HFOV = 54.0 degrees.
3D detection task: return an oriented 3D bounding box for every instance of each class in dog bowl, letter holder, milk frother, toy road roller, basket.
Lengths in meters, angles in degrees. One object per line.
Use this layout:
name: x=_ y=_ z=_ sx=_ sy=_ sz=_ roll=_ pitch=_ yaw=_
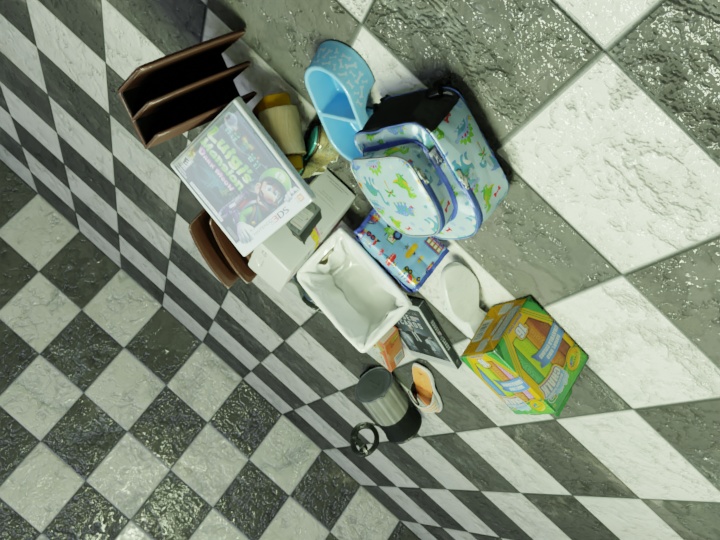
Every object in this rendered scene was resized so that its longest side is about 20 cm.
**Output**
dog bowl: x=-0.020 y=-0.246 z=1.075 sx=0.110 sy=0.050 sz=0.202 roll=22 pitch=151 yaw=37
letter holder: x=-0.265 y=-0.295 z=1.135 sx=0.141 sy=0.198 sz=0.103 roll=-9 pitch=110 yaw=58
milk frother: x=0.034 y=0.392 z=1.928 sx=0.179 sy=0.201 sz=0.190 roll=15 pitch=147 yaw=52
letter holder: x=-0.274 y=-0.058 z=1.577 sx=0.099 sy=0.143 sz=0.202 roll=18 pitch=146 yaw=38
toy road roller: x=-0.189 y=-0.213 z=1.214 sx=0.199 sy=0.143 sz=0.127 roll=-11 pitch=92 yaw=64
basket: x=-0.005 y=0.038 z=1.355 sx=0.201 sy=0.136 sz=0.123 roll=47 pitch=-173 yaw=9

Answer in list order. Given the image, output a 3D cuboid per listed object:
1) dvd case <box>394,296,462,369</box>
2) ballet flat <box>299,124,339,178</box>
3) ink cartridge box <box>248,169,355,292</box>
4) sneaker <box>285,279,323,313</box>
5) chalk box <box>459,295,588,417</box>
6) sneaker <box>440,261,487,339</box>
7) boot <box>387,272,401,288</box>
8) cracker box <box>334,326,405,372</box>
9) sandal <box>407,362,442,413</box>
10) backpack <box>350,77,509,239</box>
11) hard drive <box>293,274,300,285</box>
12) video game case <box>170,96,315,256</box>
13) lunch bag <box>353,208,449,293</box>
dvd case: x=0.125 y=0.129 z=1.543 sx=0.148 sy=0.025 sz=0.202 roll=11 pitch=144 yaw=50
ballet flat: x=-0.078 y=-0.200 z=1.239 sx=0.071 sy=0.071 sz=0.199 roll=44 pitch=159 yaw=-10
ink cartridge box: x=-0.111 y=-0.073 z=1.326 sx=0.085 sy=0.201 sz=0.148 roll=39 pitch=158 yaw=-1
sneaker: x=-0.136 y=0.040 z=1.756 sx=0.199 sy=0.075 sz=0.087 roll=39 pitch=170 yaw=23
chalk box: x=0.295 y=0.165 z=1.217 sx=0.199 sy=0.126 sz=0.124 roll=43 pitch=157 yaw=-9
sneaker: x=0.177 y=0.058 z=1.287 sx=0.088 sy=0.075 sz=0.202 roll=31 pitch=159 yaw=50
boot: x=0.000 y=0.000 z=1.461 sx=0.197 sy=0.073 sz=0.077 roll=24 pitch=143 yaw=39
cracker box: x=0.010 y=0.133 z=1.658 sx=0.198 sy=0.058 sz=0.135 roll=35 pitch=160 yaw=29
sandal: x=0.150 y=0.306 z=1.770 sx=0.078 sy=0.060 sz=0.209 roll=24 pitch=152 yaw=33
backpack: x=0.093 y=-0.131 z=0.979 sx=0.201 sy=0.148 sz=0.181 roll=48 pitch=158 yaw=-25
hard drive: x=-0.123 y=-0.031 z=1.520 sx=0.138 sy=0.033 sz=0.203 roll=26 pitch=147 yaw=42
video game case: x=-0.196 y=-0.149 z=1.167 sx=0.180 sy=0.023 sz=0.201 roll=-34 pitch=100 yaw=29
lunch bag: x=0.063 y=-0.036 z=1.296 sx=0.150 sy=0.094 sz=0.200 roll=42 pitch=171 yaw=2
